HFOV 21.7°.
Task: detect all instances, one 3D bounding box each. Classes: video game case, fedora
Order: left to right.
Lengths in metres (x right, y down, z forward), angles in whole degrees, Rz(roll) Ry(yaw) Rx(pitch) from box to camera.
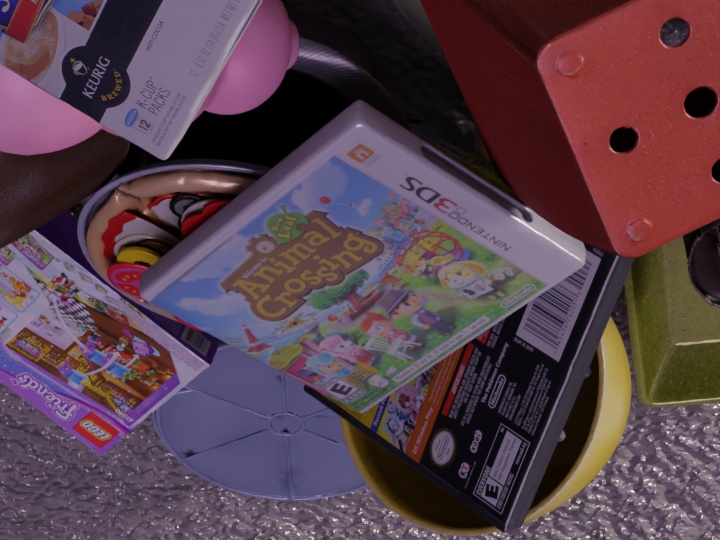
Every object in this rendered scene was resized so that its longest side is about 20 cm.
[{"bbox_3d":[-0.057,-0.100,1.142,0.199,0.091,0.177,-5,135,18],"label":"fedora"},{"bbox_3d":[0.000,0.000,1.110,0.182,0.022,0.200,30,131,-31],"label":"video game case"},{"bbox_3d":[0.063,0.033,1.185,0.025,0.180,0.201,-7,123,-52],"label":"video game case"}]

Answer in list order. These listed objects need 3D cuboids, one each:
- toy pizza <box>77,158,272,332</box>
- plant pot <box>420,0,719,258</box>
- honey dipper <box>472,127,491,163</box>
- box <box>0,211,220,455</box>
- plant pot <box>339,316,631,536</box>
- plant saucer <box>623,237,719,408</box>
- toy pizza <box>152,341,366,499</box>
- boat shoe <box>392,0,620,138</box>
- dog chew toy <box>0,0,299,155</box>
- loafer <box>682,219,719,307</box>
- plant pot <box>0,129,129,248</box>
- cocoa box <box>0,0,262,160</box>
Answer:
[{"bbox_3d":[-0.078,-0.002,1.163,0.199,0.032,0.200,6,149,3],"label":"toy pizza"},{"bbox_3d":[0.151,-0.124,0.984,0.199,0.176,0.200,-26,122,3],"label":"plant pot"},{"bbox_3d":[0.047,-0.052,1.228,0.038,0.038,0.200,34,130,-29],"label":"honey dipper"},{"bbox_3d":[-0.213,0.028,1.293,0.200,0.039,0.137,40,127,-16],"label":"box"},{"bbox_3d":[0.104,0.080,1.276,0.199,0.201,0.142,-25,160,27],"label":"plant pot"},{"bbox_3d":[0.278,0.005,1.267,0.199,0.048,0.200,-6,136,9],"label":"plant saucer"},{"bbox_3d":[-0.054,0.101,1.387,0.199,0.032,0.201,1,138,1],"label":"toy pizza"},{"bbox_3d":[0.098,-0.139,1.118,0.201,0.061,0.072,37,167,-26],"label":"boat shoe"},{"bbox_3d":[-0.126,-0.122,0.987,0.199,0.125,0.125,0,141,-28],"label":"dog chew toy"},{"bbox_3d":[0.231,-0.020,1.131,0.073,0.072,0.200,5,154,7],"label":"loafer"},{"bbox_3d":[-0.263,-0.067,1.062,0.186,0.200,0.187,21,135,22],"label":"plant pot"},{"bbox_3d":[-0.091,-0.179,0.874,0.131,0.200,0.134,30,131,-7],"label":"cocoa box"}]
